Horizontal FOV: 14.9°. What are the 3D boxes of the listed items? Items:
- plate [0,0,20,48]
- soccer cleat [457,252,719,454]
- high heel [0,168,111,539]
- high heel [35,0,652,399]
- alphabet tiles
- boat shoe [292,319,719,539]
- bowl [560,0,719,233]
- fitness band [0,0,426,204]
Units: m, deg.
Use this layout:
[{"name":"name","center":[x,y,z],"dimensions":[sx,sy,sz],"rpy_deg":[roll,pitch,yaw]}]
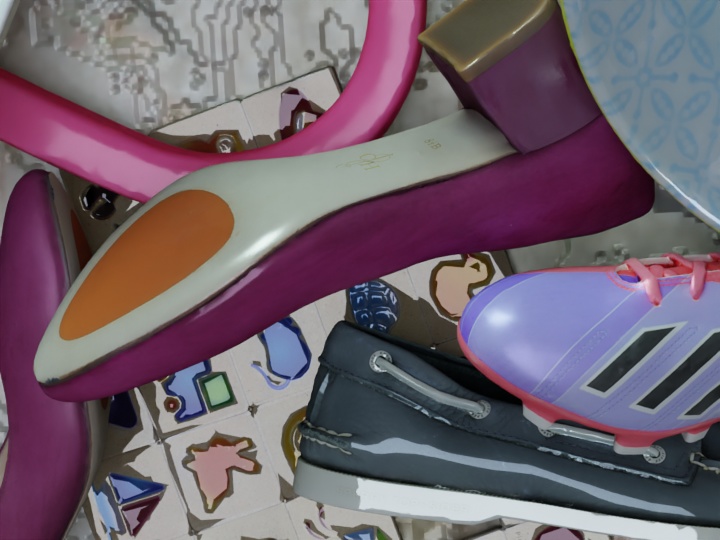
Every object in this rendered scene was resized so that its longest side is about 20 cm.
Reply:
[{"name":"plate","center":[-0.167,-0.125,0.873],"dimensions":[0.200,0.032,0.200],"rpy_deg":[30,102,30]},{"name":"soccer cleat","center":[0.127,0.016,0.852],"dimensions":[0.200,0.067,0.076],"rpy_deg":[9,124,-20]},{"name":"high heel","center":[-0.129,0.066,0.903],"dimensions":[0.096,0.067,0.200],"rpy_deg":[-2,103,2]},{"name":"high heel","center":[0.000,0.000,0.853],"dimensions":[0.200,0.067,0.096],"rpy_deg":[-33,125,2]},{"name":"alphabet tiles","center":[-0.022,0.041,0.928],"dimensions":[0.167,0.008,0.200],"rpy_deg":[-19,95,8]},{"name":"boat shoe","center":[0.080,0.053,0.884],"dimensions":[0.200,0.073,0.062],"rpy_deg":[5,92,-3]},{"name":"bowl","center":[0.168,-0.102,0.801],"dimensions":[0.200,0.108,0.200],"rpy_deg":[15,129,19]},{"name":"fitness band","center":[-0.074,-0.101,0.895],"dimensions":[0.200,0.037,0.144],"rpy_deg":[25,97,4]}]
